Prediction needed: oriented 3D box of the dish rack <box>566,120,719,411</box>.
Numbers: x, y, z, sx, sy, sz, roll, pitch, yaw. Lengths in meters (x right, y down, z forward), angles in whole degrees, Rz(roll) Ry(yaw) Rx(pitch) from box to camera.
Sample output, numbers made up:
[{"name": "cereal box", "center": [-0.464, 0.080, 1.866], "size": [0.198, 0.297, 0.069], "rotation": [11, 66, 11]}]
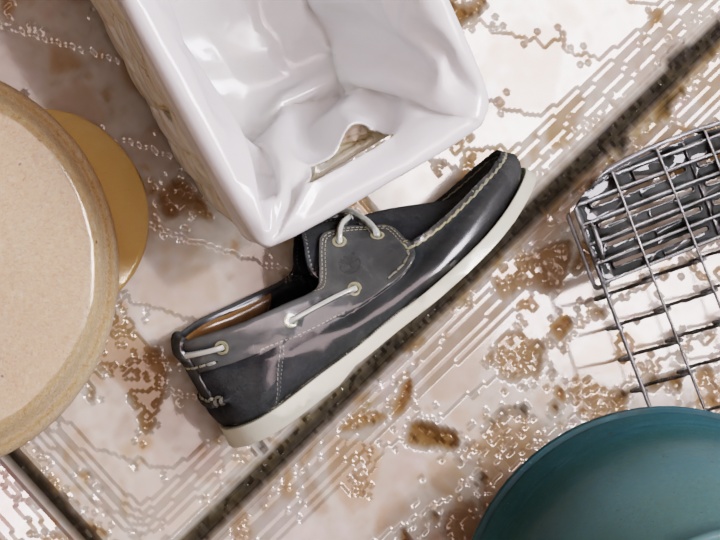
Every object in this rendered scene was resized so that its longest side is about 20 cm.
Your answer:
[{"name": "dish rack", "center": [0.188, 0.028, 1.496], "size": [0.153, 0.055, 0.201], "rotation": [-20, 89, -17]}]

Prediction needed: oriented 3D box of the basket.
[{"name": "basket", "center": [-0.051, -0.130, 1.391], "size": [0.135, 0.123, 0.201], "rotation": [-30, 104, -12]}]

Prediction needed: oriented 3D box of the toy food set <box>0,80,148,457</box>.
[{"name": "toy food set", "center": [-0.209, -0.005, 1.395], "size": [0.197, 0.049, 0.201], "rotation": [26, 80, -11]}]

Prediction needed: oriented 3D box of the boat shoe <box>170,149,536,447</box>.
[{"name": "boat shoe", "center": [0.000, 0.000, 1.437], "size": [0.200, 0.072, 0.068], "rotation": [-38, 99, -13]}]

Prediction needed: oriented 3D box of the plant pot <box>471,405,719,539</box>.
[{"name": "plant pot", "center": [0.153, 0.168, 1.343], "size": [0.199, 0.188, 0.201], "rotation": [0, 92, -5]}]
